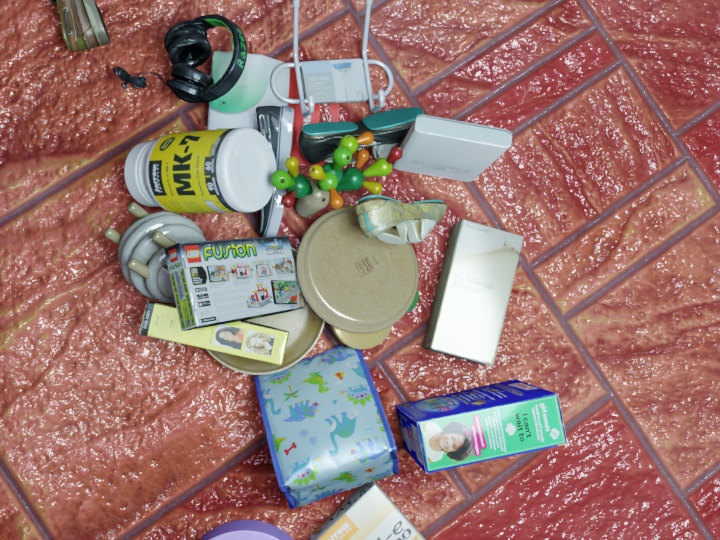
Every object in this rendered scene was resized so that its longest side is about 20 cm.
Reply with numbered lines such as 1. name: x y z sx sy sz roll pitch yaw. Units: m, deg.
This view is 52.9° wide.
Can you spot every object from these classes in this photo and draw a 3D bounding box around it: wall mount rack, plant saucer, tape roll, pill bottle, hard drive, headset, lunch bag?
1. wall mount rack: -0.037 -0.325 1.099 0.199 0.075 0.175 -8 89 -18
2. plant saucer: -0.150 0.055 1.085 0.199 0.035 0.201 1 84 -5
3. tape roll: -0.166 0.465 1.028 0.199 0.066 0.201 1 84 -7
4. pill bottle: -0.228 -0.138 1.018 0.199 0.114 0.115 2 83 31
5. hard drive: 0.126 -0.173 1.053 0.131 0.200 0.026 9 82 -5
6. headset: -0.261 -0.305 1.058 0.199 0.094 0.124 -12 76 27
7. lunch bag: -0.053 0.213 1.038 0.169 0.128 0.201 -17 57 -7

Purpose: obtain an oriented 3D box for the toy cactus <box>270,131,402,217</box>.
1. toy cactus: -0.044 -0.121 1.044 0.200 0.165 0.103 -25 80 -34

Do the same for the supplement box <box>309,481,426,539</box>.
1. supplement box: 0.037 0.421 1.049 0.126 0.074 0.200 -42 89 -9

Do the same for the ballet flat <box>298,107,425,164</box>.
1. ballet flat: 0.003 -0.203 1.111 0.199 0.068 0.069 -10 126 -8

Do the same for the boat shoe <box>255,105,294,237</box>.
1. boat shoe: -0.141 -0.144 1.064 0.066 0.070 0.201 6 112 -11

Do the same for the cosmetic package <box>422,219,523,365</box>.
1. cosmetic package: 0.170 0.035 1.102 0.103 0.073 0.201 14 84 -4

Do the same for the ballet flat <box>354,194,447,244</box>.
1. ballet flat: 0.065 -0.071 1.061 0.070 0.200 0.071 1 92 38

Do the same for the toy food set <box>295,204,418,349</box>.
1. toy food set: 0.000 0.000 1.081 0.200 0.049 0.198 45 67 -4

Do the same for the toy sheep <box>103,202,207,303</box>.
1. toy sheep: -0.276 -0.019 1.019 0.138 0.138 0.200 -37 48 -8

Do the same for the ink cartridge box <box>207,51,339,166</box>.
1. ink cartridge box: -0.131 -0.245 1.112 0.199 0.050 0.162 3 84 -3

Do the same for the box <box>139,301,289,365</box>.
1. box: -0.202 0.088 1.023 0.199 0.075 0.050 12 85 -5

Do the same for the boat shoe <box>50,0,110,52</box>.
1. boat shoe: -0.443 -0.428 1.085 0.068 0.072 0.201 -20 86 -9

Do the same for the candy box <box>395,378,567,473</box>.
1. candy box: 0.165 0.217 1.034 0.199 0.169 0.077 -11 89 -7

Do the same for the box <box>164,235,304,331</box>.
1. box: -0.165 0.013 0.987 0.200 0.035 0.111 -7 82 -52
